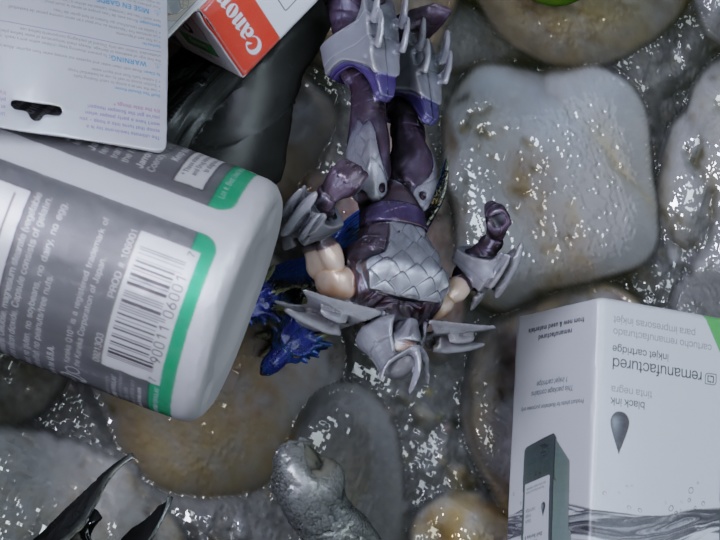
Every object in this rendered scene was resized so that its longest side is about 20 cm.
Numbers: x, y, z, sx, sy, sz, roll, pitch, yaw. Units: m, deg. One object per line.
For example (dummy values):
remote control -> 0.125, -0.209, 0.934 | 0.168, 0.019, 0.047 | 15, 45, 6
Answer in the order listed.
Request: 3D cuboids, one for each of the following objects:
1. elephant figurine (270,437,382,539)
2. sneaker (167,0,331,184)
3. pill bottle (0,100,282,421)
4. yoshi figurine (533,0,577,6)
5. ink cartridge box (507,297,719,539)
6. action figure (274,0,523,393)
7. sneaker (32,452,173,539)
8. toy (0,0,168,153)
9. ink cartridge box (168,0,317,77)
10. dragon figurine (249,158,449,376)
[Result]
elephant figurine -> -0.010, 0.201, 0.940 | 0.199, 0.141, 0.156 | 32, 52, -28
sneaker -> -0.071, -0.058, 0.992 | 0.091, 0.076, 0.200 | 45, 71, -22
pill bottle -> -0.143, -0.019, 0.867 | 0.199, 0.113, 0.114 | 21, 69, 4
yoshi figurine -> 0.129, -0.228, 1.137 | 0.112, 0.112, 0.201 | 74, 30, -47
ink cartridge box -> 0.158, 0.127, 1.053 | 0.145, 0.084, 0.202 | 9, 77, -27
action figure -> 0.015, -0.039, 0.938 | 0.130, 0.069, 0.202 | 18, 61, -44
sneaker -> -0.159, 0.170, 0.852 | 0.060, 0.104, 0.200 | 47, 42, -12
toy -> -0.142, -0.148, 0.855 | 0.114, 0.047, 0.202 | 8, 73, -26
ink cartridge box -> -0.074, -0.147, 0.964 | 0.200, 0.109, 0.050 | -48, 134, -12
dragon figurine -> 0.000, 0.000, 0.998 | 0.199, 0.099, 0.059 | -28, 95, -31
